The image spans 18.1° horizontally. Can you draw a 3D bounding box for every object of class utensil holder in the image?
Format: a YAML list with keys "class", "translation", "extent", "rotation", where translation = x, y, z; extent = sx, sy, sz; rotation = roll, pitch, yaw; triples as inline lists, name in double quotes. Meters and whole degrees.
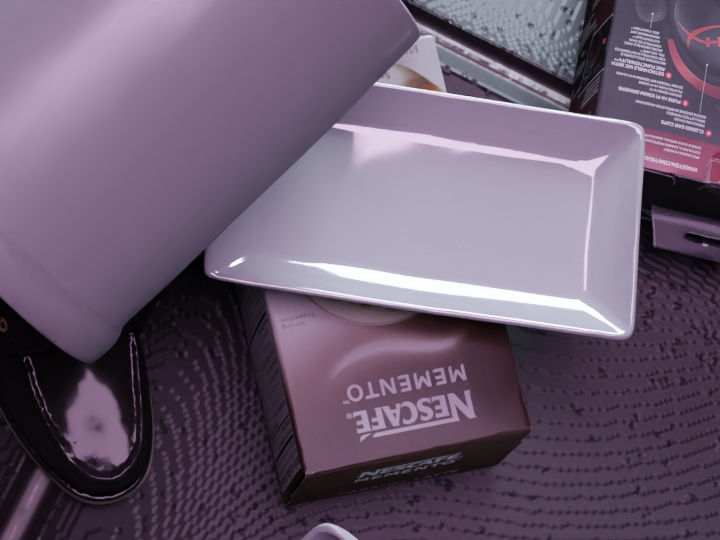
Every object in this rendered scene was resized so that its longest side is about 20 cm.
- class: "utensil holder"
  translation: [-0.098, -0.090, 0.953]
  extent: [0.200, 0.170, 0.170]
  rotation: [-42, 85, 2]

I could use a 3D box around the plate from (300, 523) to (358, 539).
- class: "plate"
  translation: [0.006, 0.223, 0.976]
  extent: [0.200, 0.200, 0.032]
  rotation: [48, 39, 6]

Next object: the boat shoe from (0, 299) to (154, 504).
- class: "boat shoe"
  translation: [-0.145, 0.011, 1.063]
  extent: [0.073, 0.063, 0.202]
  rotation: [-13, 78, -15]

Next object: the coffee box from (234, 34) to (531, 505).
- class: "coffee box"
  translation: [0.000, 0.000, 1.081]
  extent: [0.114, 0.080, 0.201]
  rotation: [-11, 76, -13]

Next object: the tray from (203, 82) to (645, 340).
- class: "tray"
  translation: [0.031, -0.030, 1.041]
  extent: [0.199, 0.022, 0.108]
  rotation: [8, 73, -8]

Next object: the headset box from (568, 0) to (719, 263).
- class: "headset box"
  translation: [0.187, -0.101, 1.147]
  extent: [0.148, 0.075, 0.201]
  rotation: [13, 72, -6]
